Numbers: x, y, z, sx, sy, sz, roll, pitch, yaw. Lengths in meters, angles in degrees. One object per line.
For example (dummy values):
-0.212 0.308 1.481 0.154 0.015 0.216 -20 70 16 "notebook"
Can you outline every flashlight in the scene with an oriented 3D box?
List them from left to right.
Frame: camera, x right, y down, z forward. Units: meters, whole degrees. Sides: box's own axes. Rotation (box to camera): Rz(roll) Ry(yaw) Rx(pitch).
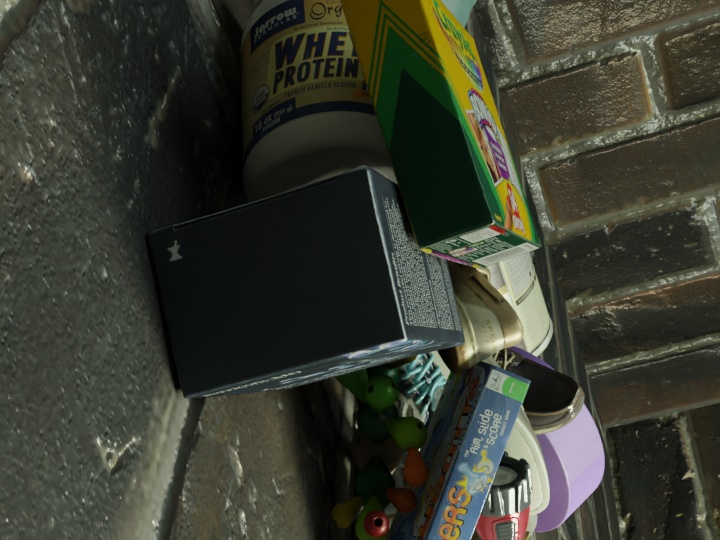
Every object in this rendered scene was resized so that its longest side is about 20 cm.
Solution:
0.131 0.271 1.129 0.067 0.067 0.203 -29 123 -42 "flashlight"

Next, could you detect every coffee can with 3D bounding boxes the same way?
0.146 0.008 1.495 0.147 0.144 0.202 -82 154 -57 "coffee can"

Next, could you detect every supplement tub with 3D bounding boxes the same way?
-0.025 -0.141 0.970 0.145 0.142 0.203 56 23 -53 "supplement tub"

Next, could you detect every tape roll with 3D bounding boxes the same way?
0.167 0.182 1.315 0.065 0.199 0.203 -33 115 -31 "tape roll"

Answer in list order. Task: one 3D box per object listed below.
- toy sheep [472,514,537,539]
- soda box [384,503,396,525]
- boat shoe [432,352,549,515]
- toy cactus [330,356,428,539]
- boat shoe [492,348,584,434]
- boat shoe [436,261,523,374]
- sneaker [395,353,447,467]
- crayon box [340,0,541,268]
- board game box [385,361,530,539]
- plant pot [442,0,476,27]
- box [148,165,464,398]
0.120 0.223 1.236 0.138 0.136 0.202 58 8 -50 "toy sheep"
0.075 0.304 1.084 0.064 0.067 0.203 -32 108 -76 "soda box"
0.124 0.137 1.146 0.203 0.071 0.060 58 27 -10 "boat shoe"
0.006 0.135 0.983 0.166 0.100 0.203 89 -7 -61 "toy cactus"
0.123 0.108 1.200 0.074 0.197 0.075 69 37 -48 "boat shoe"
0.075 0.017 0.977 0.201 0.064 0.072 -118 -167 -59 "boat shoe"
0.048 0.092 1.067 0.077 0.086 0.203 -34 123 -31 "sneaker"
0.063 -0.098 0.850 0.200 0.057 0.175 11 62 -73 "crayon box"
0.067 0.169 0.945 0.135 0.034 0.203 174 -62 -83 "board game box"
0.004 -0.237 1.142 0.200 0.197 0.136 42 63 -66 "plant pot"
-0.026 0.014 0.805 0.200 0.146 0.109 14 61 -74 "box"
